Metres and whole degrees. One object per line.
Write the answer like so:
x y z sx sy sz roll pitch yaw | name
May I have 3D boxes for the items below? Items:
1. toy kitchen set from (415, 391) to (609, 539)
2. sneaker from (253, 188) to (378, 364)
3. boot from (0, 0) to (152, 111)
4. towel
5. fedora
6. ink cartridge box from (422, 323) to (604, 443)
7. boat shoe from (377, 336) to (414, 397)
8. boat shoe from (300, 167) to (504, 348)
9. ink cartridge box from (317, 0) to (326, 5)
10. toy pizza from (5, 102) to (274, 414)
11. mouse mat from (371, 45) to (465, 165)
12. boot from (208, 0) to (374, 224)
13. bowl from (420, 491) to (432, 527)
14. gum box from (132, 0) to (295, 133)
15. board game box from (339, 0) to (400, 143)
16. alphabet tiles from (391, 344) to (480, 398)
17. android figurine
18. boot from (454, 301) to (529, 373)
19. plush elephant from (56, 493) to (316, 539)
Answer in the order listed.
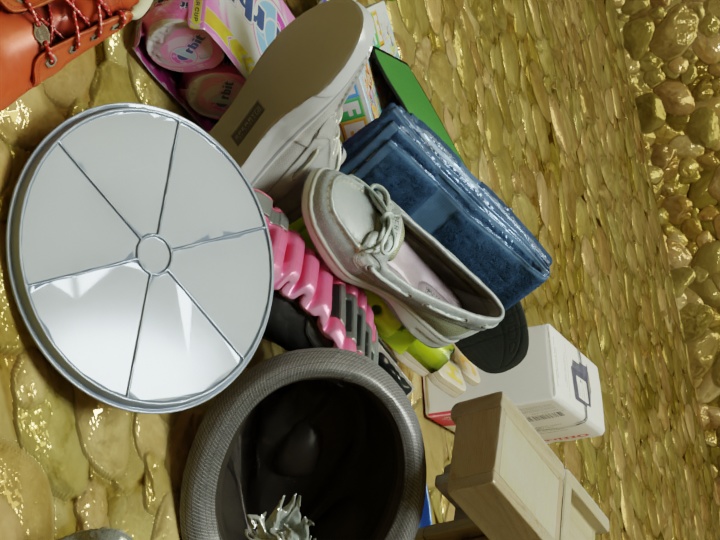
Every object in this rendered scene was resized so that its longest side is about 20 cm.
0.069 0.167 1.075 0.181 0.199 0.164 50 36 -34 | toy kitchen set
-0.064 0.025 1.028 0.200 0.095 0.079 48 31 -30 | sneaker
-0.188 -0.148 0.800 0.200 0.106 0.075 -67 142 -52 | boot
0.059 -0.038 1.132 0.200 0.111 0.049 43 31 -17 | towel
-0.045 0.149 0.996 0.090 0.176 0.202 -152 -107 -76 | fedora
0.170 0.132 1.496 0.200 0.144 0.085 36 48 -60 | ink cartridge box
-0.018 0.090 1.171 0.075 0.093 0.200 51 0 -9 | boat shoe
0.032 -0.012 1.043 0.202 0.064 0.075 45 44 -33 | boat shoe
-0.016 -0.162 1.298 0.198 0.047 0.201 -67 138 -60 | ink cartridge box
-0.140 -0.008 0.883 0.199 0.032 0.202 10 75 -40 | toy pizza
0.073 -0.110 1.245 0.201 0.007 0.161 62 14 5 | mouse mat
-0.041 -0.111 1.027 0.095 0.200 0.074 18 34 -49 | boot
0.011 0.217 1.206 0.200 0.039 0.202 -11 90 -68 | bowl
-0.100 -0.173 1.074 0.200 0.066 0.114 49 35 -51 | gum box
0.008 -0.164 1.229 0.200 0.034 0.135 -56 131 -71 | board game box
0.046 0.027 1.304 0.195 0.015 0.201 37 26 -38 | alphabet tiles
0.000 0.000 1.165 0.200 0.041 0.182 44 11 -9 | android figurine
0.093 -0.018 1.289 0.204 0.073 0.154 58 12 -24 | boot
-0.110 0.225 0.784 0.165 0.154 0.201 48 -42 40 | plush elephant
